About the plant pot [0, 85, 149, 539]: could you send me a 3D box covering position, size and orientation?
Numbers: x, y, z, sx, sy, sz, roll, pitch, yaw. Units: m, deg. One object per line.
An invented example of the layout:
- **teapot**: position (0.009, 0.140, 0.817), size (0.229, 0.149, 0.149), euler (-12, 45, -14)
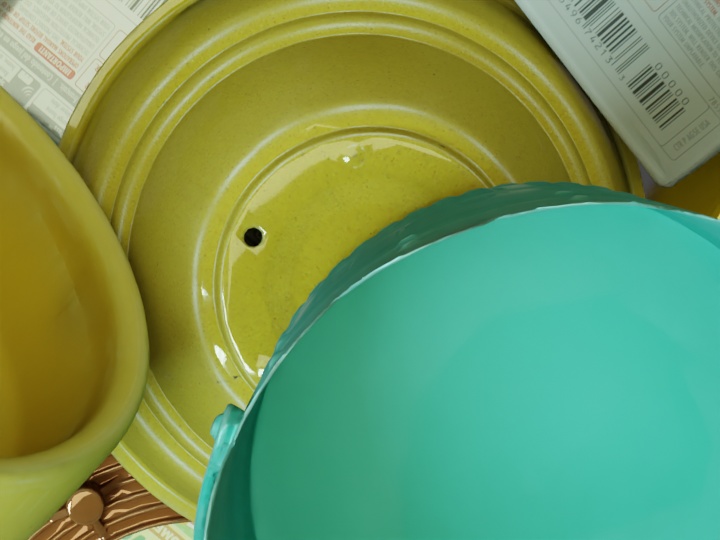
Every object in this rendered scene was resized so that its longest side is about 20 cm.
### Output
- **plant pot**: position (-0.192, 0.038, 0.662), size (0.201, 0.201, 0.189), euler (44, 115, 2)

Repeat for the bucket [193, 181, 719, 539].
- **bucket**: position (0.055, 0.072, 0.615), size (0.206, 0.135, 0.209), euler (0, 98, -3)

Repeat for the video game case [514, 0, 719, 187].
- **video game case**: position (0.093, -0.153, 0.683), size (0.200, 0.023, 0.182), euler (53, 128, 5)

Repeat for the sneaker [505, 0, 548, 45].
- **sneaker**: position (0.090, -0.154, 0.780), size (0.079, 0.071, 0.201), euler (6, 86, 4)

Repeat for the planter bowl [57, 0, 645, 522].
- **planter bowl**: position (0.000, 0.000, 0.712), size (0.199, 0.083, 0.202), euler (-1, 97, -6)

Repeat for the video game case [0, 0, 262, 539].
- **video game case**: position (-0.076, -0.004, 0.796), size (0.200, 0.022, 0.182), euler (40, 87, 1)

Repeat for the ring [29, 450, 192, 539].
- **ring**: position (-0.054, 0.149, 0.773), size (0.199, 0.019, 0.202), euler (-1, 95, -8)
